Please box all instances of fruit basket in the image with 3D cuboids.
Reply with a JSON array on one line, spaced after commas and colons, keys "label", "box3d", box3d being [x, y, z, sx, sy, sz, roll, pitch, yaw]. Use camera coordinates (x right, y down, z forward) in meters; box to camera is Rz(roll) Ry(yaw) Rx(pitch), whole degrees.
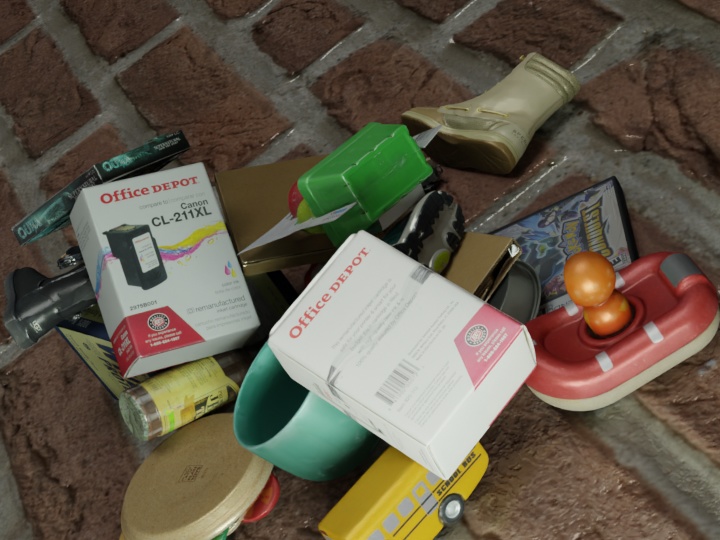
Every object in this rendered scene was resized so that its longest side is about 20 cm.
[{"label": "fruit basket", "box3d": [-0.019, -0.078, 1.747, 0.185, 0.094, 0.200, -41, 7, -34]}]

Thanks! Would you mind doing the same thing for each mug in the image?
[{"label": "mug", "box3d": [-0.033, 0.121, 1.660, 0.152, 0.114, 0.185, -2, 59, 59]}]

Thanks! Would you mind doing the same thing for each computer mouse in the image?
[{"label": "computer mouse", "box3d": [-0.303, -0.045, 1.883, 0.059, 0.034, 0.200, -17, 13, 16]}]

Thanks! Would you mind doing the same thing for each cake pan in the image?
[{"label": "cake pan", "box3d": [0.098, 0.060, 1.683, 0.200, 0.037, 0.200, -37, 27, 23]}]

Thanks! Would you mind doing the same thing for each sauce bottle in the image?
[{"label": "sauce bottle", "box3d": [-0.168, 0.123, 1.816, 0.200, 0.065, 0.065, -24, 24, -27]}]

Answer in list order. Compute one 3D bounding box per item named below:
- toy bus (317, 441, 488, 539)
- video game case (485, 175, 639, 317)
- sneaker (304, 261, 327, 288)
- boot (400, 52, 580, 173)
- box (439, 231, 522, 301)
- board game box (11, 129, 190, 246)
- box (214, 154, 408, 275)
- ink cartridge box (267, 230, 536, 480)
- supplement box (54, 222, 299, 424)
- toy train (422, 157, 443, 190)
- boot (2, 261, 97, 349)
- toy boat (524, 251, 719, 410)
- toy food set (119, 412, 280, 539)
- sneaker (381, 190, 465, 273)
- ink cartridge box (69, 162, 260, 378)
[{"label": "toy bus", "box3d": [0.031, 0.225, 1.520, 0.200, 0.078, 0.065, -46, 32, -18]}, {"label": "video game case", "box3d": [0.202, -0.003, 1.721, 0.181, 0.026, 0.200, -25, 32, 17]}, {"label": "sneaker", "box3d": [0.000, -0.001, 1.855, 0.108, 0.067, 0.201, -28, 20, 12]}, {"label": "boot", "box3d": [0.156, -0.199, 1.989, 0.155, 0.073, 0.200, -47, 34, -19]}, {"label": "box", "box3d": [0.067, 0.026, 1.707, 0.164, 0.021, 0.200, -54, 25, -13]}, {"label": "board game box", "box3d": [-0.300, -0.094, 1.879, 0.135, 0.028, 0.200, -29, 0, -44]}, {"label": "box", "box3d": [-0.054, -0.071, 1.865, 0.200, 0.021, 0.164, -11, 44, -10]}, {"label": "ink cartridge box", "box3d": [0.038, 0.074, 1.511, 0.200, 0.083, 0.147, 31, 73, 30]}, {"label": "supplement box", "box3d": [-0.215, 0.054, 1.939, 0.200, 0.134, 0.200, 10, 52, 50]}, {"label": "toy train", "box3d": [0.013, -0.085, 2.013, 0.200, 0.034, 0.046, -26, 20, 17]}, {"label": "boot", "box3d": [-0.317, 0.000, 1.916, 0.200, 0.066, 0.165, -32, 27, 5]}, {"label": "toy boat", "box3d": [0.228, 0.037, 1.538, 0.200, 0.131, 0.131, -32, 30, 4]}, {"label": "toy food set", "box3d": [-0.167, 0.231, 1.734, 0.198, 0.049, 0.200, -19, 34, 24]}, {"label": "sneaker", "box3d": [0.040, 0.002, 1.687, 0.080, 0.078, 0.200, -25, 22, 50]}, {"label": "ink cartridge box", "box3d": [-0.215, -0.002, 1.779, 0.146, 0.200, 0.083, -15, -14, -24]}]
